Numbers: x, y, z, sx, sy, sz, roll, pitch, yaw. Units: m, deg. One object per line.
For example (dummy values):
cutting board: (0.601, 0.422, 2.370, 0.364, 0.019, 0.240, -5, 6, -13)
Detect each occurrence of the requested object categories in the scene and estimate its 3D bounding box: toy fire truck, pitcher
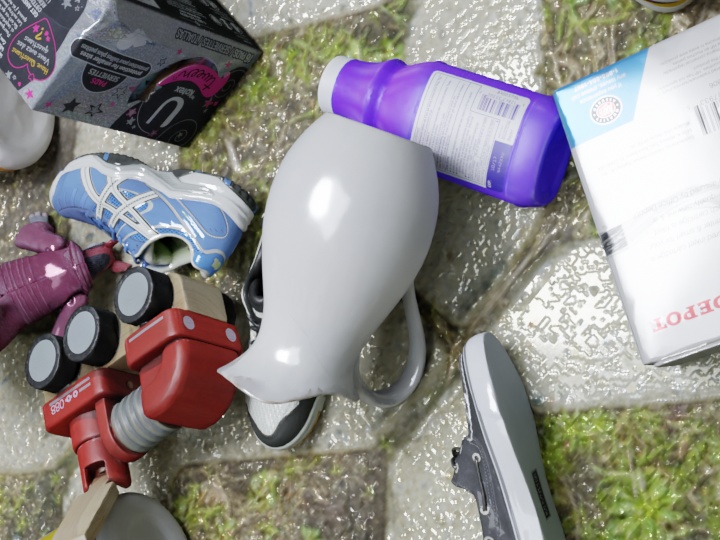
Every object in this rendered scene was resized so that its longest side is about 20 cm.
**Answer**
toy fire truck: (-0.180, 0.119, 1.029, 0.175, 0.128, 0.202, -32, 58, 28)
pitcher: (0.000, 0.000, 0.958, 0.121, 0.170, 0.202, 25, 99, 48)

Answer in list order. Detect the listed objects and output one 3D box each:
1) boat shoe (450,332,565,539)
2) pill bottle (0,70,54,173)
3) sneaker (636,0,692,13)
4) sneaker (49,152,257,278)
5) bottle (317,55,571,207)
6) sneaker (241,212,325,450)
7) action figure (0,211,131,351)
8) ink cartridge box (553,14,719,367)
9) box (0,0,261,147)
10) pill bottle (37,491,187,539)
boat shoe: (0.097, 0.149, 0.954, 0.066, 0.070, 0.202, -19, 85, 23)
pill bottle: (-0.387, -0.136, 1.194, 0.198, 0.116, 0.118, -7, 83, 26)
sneaker: (0.154, -0.256, 0.922, 0.199, 0.090, 0.075, 32, 95, 16)
sneaker: (-0.185, -0.045, 1.096, 0.198, 0.076, 0.078, 8, 65, 30)
bottle: (0.060, -0.112, 0.988, 0.199, 0.065, 0.084, 21, 100, 27)
sneaker: (-0.067, 0.041, 1.032, 0.075, 0.087, 0.202, 8, 92, 26)
action figure: (-0.291, 0.012, 1.118, 0.198, 0.149, 0.135, -26, 83, -10)
ink cartridge box: (0.233, -0.050, 0.882, 0.144, 0.084, 0.202, -22, 76, 25)
box: (-0.199, -0.191, 1.053, 0.115, 0.199, 0.132, -48, 67, 18)
pill bottle: (-0.241, 0.273, 1.093, 0.199, 0.112, 0.113, -31, 73, 22)
